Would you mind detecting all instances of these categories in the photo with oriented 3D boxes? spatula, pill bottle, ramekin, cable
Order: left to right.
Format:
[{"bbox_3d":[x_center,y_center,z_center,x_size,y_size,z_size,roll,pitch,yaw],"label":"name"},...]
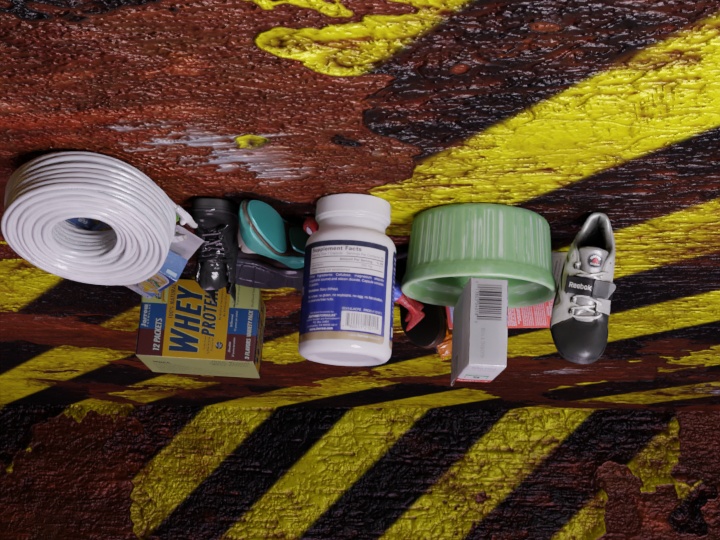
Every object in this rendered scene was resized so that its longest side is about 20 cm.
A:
[{"bbox_3d":[-0.319,-0.056,1.353,0.200,0.069,0.200,-15,141,21],"label":"cable"},{"bbox_3d":[-0.014,0.012,1.428,0.116,0.200,0.116,4,166,1],"label":"pill bottle"},{"bbox_3d":[0.023,-0.008,1.706,0.057,0.021,0.200,-20,177,-35],"label":"spatula"},{"bbox_3d":[0.154,-0.018,1.489,0.200,0.098,0.200,3,166,1],"label":"ramekin"}]

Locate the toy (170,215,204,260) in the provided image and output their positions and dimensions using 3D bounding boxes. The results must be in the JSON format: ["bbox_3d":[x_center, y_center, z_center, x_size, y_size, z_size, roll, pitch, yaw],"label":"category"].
[{"bbox_3d":[-0.273,-0.051,1.513,0.115,0.047,0.200,29,158,-12],"label":"toy"}]

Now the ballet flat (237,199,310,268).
[{"bbox_3d":[-0.118,-0.039,1.504,0.070,0.067,0.200,-19,160,24],"label":"ballet flat"}]

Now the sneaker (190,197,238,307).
[{"bbox_3d":[-0.189,-0.022,1.523,0.060,0.104,0.200,3,167,1],"label":"sneaker"}]

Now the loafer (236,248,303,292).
[{"bbox_3d":[-0.118,-0.011,1.660,0.200,0.063,0.072,9,149,-11],"label":"loafer"}]

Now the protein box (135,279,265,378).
[{"bbox_3d":[-0.270,0.102,1.991,0.198,0.135,0.200,4,167,-1],"label":"protein box"}]

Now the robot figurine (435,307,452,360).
[{"bbox_3d":[0.151,0.065,1.742,0.145,0.058,0.200,-18,-160,2],"label":"robot figurine"}]

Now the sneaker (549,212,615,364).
[{"bbox_3d":[0.275,0.016,1.416,0.074,0.200,0.089,6,148,10],"label":"sneaker"}]

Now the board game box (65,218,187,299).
[{"bbox_3d":[-0.337,-0.035,1.502,0.200,0.034,0.135,30,157,-16],"label":"board game box"}]

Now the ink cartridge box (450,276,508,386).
[{"bbox_3d":[0.149,0.084,1.464,0.050,0.109,0.200,3,166,0],"label":"ink cartridge box"}]

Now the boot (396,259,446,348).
[{"bbox_3d":[0.096,0.053,1.638,0.075,0.074,0.200,32,-163,-26],"label":"boot"}]

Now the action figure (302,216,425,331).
[{"bbox_3d":[0.000,0.000,1.531,0.052,0.200,0.065,-42,-169,16],"label":"action figure"}]

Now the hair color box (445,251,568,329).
[{"bbox_3d":[0.227,0.028,1.623,0.200,0.111,0.064,0,122,17],"label":"hair color box"}]
